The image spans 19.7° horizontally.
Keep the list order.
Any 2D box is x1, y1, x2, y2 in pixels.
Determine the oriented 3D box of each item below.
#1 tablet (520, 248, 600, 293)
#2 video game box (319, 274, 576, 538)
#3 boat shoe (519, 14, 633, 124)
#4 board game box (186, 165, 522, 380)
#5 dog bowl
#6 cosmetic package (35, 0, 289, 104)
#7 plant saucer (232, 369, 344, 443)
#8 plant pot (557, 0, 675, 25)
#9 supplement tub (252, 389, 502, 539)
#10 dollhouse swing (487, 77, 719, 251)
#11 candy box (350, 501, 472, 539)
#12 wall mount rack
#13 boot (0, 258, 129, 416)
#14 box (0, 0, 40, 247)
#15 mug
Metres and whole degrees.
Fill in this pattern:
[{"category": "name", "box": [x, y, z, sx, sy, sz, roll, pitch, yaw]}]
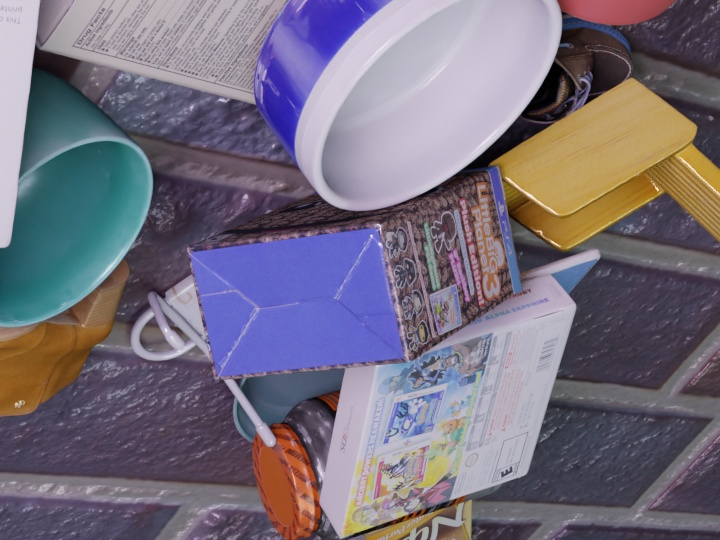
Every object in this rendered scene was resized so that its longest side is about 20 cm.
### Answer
[{"category": "tablet", "box": [0.090, 0.039, 1.658, 0.199, 0.014, 0.130, -17, 159, -30]}, {"category": "video game box", "box": [0.065, 0.107, 1.622, 0.181, 0.047, 0.201, -17, 139, -28]}, {"category": "boat shoe", "box": [0.136, -0.146, 1.573, 0.199, 0.073, 0.072, -2, 137, -36]}, {"category": "board game box", "box": [0.000, 0.000, 1.483, 0.158, 0.098, 0.200, -7, -170, 28]}, {"category": "dog bowl", "box": [0.031, -0.137, 1.359, 0.199, 0.079, 0.201, -30, 153, -17]}, {"category": "cosmetic package", "box": [-0.115, -0.183, 1.320, 0.199, 0.088, 0.103, 12, 128, -46]}, {"category": "plant saucer", "box": [-0.023, 0.075, 1.767, 0.199, 0.036, 0.201, -20, 145, -15]}, {"category": "plant pot", "box": [0.181, -0.270, 1.360, 0.199, 0.201, 0.178, -11, 151, -27]}, {"category": "supplement tub", "box": [0.017, 0.155, 1.758, 0.199, 0.123, 0.123, -15, 143, -22]}, {"category": "dollhouse swing", "box": [0.214, -0.034, 1.626, 0.181, 0.177, 0.200, -31, 172, 1]}, {"category": "candy box", "box": [0.046, 0.221, 1.987, 0.115, 0.055, 0.201, -22, 145, -13]}, {"category": "wall mount rack", "box": [-0.074, 0.043, 1.642, 0.199, 0.075, 0.174, -34, 139, 6]}, {"category": "boot", "box": [-0.259, 0.057, 1.456, 0.200, 0.071, 0.144, -13, 148, -40]}, {"category": "box", "box": [-0.296, -0.122, 1.157, 0.198, 0.130, 0.202, -1, 107, -37]}, {"category": "mug", "box": [-0.238, -0.055, 1.342, 0.184, 0.114, 0.153, -9, 133, -51]}]
